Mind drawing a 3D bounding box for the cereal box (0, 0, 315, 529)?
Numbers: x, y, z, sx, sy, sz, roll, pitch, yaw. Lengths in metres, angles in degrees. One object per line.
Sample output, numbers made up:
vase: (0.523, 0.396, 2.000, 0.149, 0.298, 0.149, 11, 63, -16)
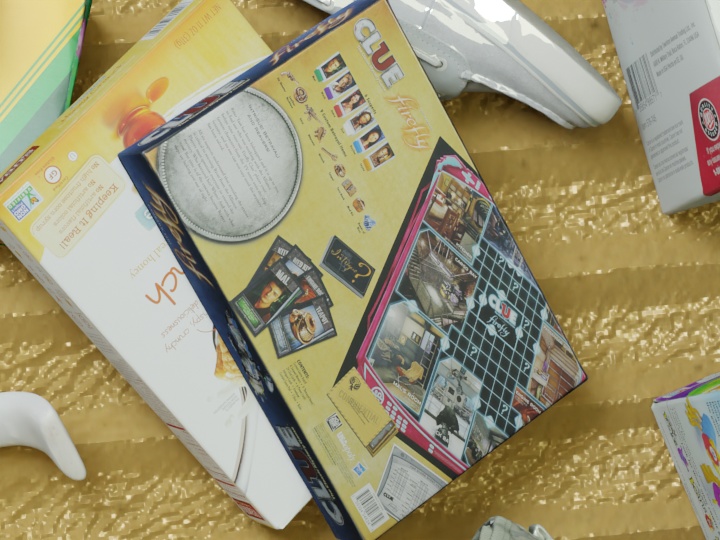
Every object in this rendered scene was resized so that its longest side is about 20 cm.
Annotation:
cereal box: (-0.055, -0.004, 1.103, 0.144, 0.039, 0.200, -46, 108, -16)

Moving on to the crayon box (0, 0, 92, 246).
crayon box: (-0.229, -0.087, 1.107, 0.199, 0.058, 0.120, 11, 83, -7)

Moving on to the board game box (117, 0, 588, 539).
board game box: (0.000, 0.000, 1.088, 0.135, 0.035, 0.201, -34, 105, -21)

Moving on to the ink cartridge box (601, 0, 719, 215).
ink cartridge box: (0.193, -0.147, 1.132, 0.144, 0.145, 0.201, -16, 87, -10)

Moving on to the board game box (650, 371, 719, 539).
board game box: (0.217, 0.081, 1.085, 0.103, 0.200, 0.105, -23, 88, -10)

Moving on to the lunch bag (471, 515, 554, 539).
lunch bag: (0.079, 0.227, 1.094, 0.164, 0.118, 0.201, 33, 75, -4)

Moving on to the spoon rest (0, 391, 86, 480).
spoon rest: (-0.221, 0.111, 1.086, 0.199, 0.061, 0.100, -27, 122, -9)

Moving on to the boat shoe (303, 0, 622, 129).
boat shoe: (0.026, -0.115, 1.148, 0.199, 0.072, 0.069, 32, 102, -11)
